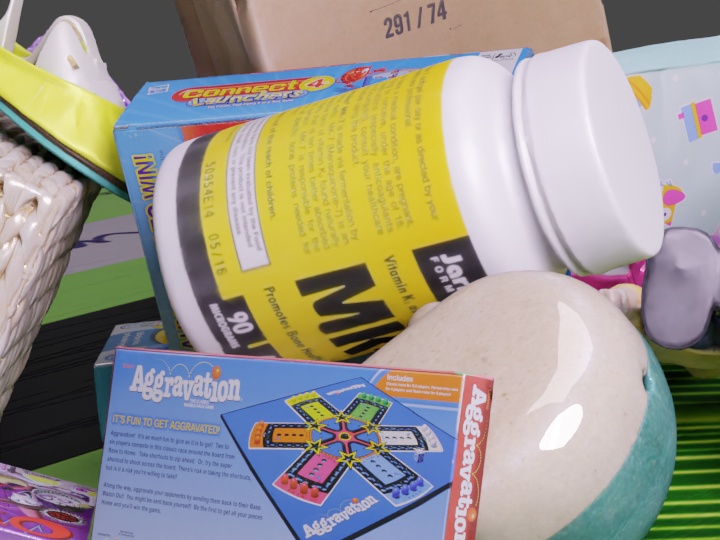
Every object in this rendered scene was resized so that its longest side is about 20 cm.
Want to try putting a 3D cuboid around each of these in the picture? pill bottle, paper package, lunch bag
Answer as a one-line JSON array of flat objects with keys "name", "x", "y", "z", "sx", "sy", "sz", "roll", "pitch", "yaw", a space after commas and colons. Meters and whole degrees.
[{"name": "pill bottle", "x": 0.021, "y": -0.027, "z": 0.992, "sx": 0.200, "sy": 0.115, "sz": 0.114, "roll": -16, "pitch": 3, "yaw": 22}, {"name": "paper package", "x": 0.017, "y": -0.123, "z": 1.190, "sx": 0.200, "sy": 0.191, "sz": 0.103, "roll": -27, "pitch": 30, "yaw": -21}, {"name": "lunch bag", "x": 0.167, "y": -0.058, "z": 1.389, "sx": 0.170, "sy": 0.200, "sz": 0.122, "roll": -10, "pitch": 42, "yaw": -19}]

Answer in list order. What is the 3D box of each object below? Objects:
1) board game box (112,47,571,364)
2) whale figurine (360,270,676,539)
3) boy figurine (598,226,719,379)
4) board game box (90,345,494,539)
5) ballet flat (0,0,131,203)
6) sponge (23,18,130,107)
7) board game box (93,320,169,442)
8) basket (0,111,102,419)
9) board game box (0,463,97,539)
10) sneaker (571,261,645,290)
[{"name": "board game box", "x": 0.000, "y": 0.000, "z": 1.113, "sx": 0.195, "sy": 0.200, "sz": 0.056, "roll": -3, "pitch": 28, "yaw": 16}, {"name": "whale figurine", "x": 0.034, "y": 0.084, "z": 0.908, "sx": 0.200, "sy": 0.104, "sz": 0.159, "roll": -24, "pitch": 37, "yaw": 27}, {"name": "boy figurine", "x": 0.181, "y": 0.020, "z": 1.137, "sx": 0.124, "sy": 0.065, "sz": 0.200, "roll": 2, "pitch": -4, "yaw": 10}, {"name": "board game box", "x": -0.033, "y": 0.085, "z": 0.878, "sx": 0.019, "sy": 0.103, "sz": 0.200, "roll": 11, "pitch": -6, "yaw": -43}, {"name": "ballet flat", "x": -0.173, "y": -0.108, "z": 1.146, "sx": 0.200, "sy": 0.067, "sz": 0.067, "roll": 31, "pitch": 4, "yaw": 13}, {"name": "sponge", "x": -0.103, "y": -0.044, "z": 1.231, "sx": 0.030, "sy": 0.200, "sz": 0.112, "roll": -41, "pitch": 0, "yaw": -5}, {"name": "board game box", "x": -0.050, "y": 0.054, "z": 1.348, "sx": 0.199, "sy": 0.047, "sz": 0.151, "roll": -6, "pitch": 8, "yaw": -1}, {"name": "basket", "x": -0.241, "y": 0.001, "z": 1.151, "sx": 0.160, "sy": 0.200, "sz": 0.198, "roll": 24, "pitch": 7, "yaw": -2}, {"name": "board game box", "x": -0.214, "y": 0.092, "z": 0.988, "sx": 0.199, "sy": 0.032, "sz": 0.120, "roll": 16, "pitch": 10, "yaw": -6}, {"name": "sneaker", "x": 0.131, "y": -0.010, "z": 1.286, "sx": 0.088, "sy": 0.081, "sz": 0.200, "roll": 39, "pitch": -1, "yaw": 35}]
